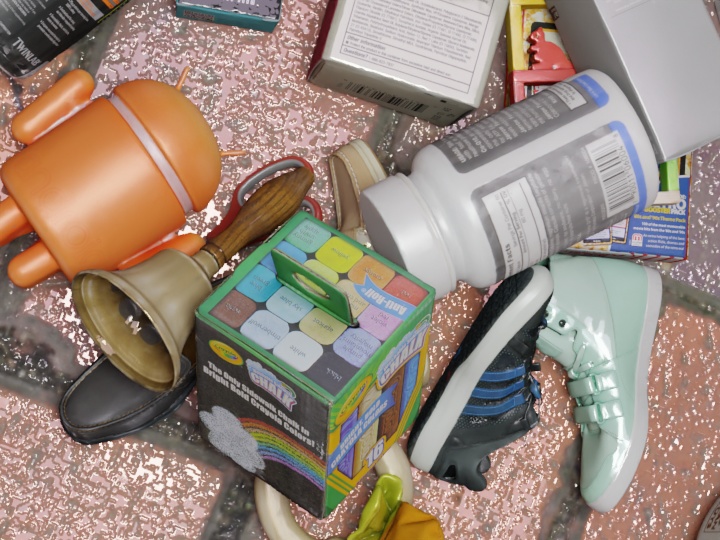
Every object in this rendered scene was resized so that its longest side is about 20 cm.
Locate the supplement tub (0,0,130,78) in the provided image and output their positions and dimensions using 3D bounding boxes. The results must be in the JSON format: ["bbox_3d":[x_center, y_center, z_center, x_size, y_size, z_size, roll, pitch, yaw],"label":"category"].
[{"bbox_3d":[-0.211,-0.245,1.241,0.200,0.123,0.123,-37,93,2],"label":"supplement tub"}]

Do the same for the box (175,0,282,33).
[{"bbox_3d":[-0.091,-0.294,1.315,0.082,0.049,0.201,9,86,-7],"label":"box"}]

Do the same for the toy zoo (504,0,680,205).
[{"bbox_3d":[0.181,-0.149,1.317,0.130,0.020,0.201,-3,87,-8],"label":"toy zoo"}]

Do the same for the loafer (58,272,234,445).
[{"bbox_3d":[-0.145,0.057,1.267,0.200,0.072,0.073,-36,71,-7],"label":"loafer"}]

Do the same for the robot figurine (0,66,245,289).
[{"bbox_3d":[-0.187,-0.063,1.256,0.200,0.117,0.144,-36,54,-9],"label":"robot figurine"}]

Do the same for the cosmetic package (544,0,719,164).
[{"bbox_3d":[0.206,-0.179,1.259,0.090,0.107,0.201,-22,88,-10],"label":"cosmetic package"}]

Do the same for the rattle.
[{"bbox_3d":[-0.035,0.145,1.260,0.130,0.143,0.201,-29,97,5],"label":"rattle"}]

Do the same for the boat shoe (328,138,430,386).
[{"bbox_3d":[0.000,0.000,1.302,0.069,0.074,0.201,-14,90,-15],"label":"boat shoe"}]

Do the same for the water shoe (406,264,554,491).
[{"bbox_3d":[0.110,0.082,1.285,0.079,0.072,0.200,28,121,-5],"label":"water shoe"}]

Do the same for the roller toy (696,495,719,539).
[{"bbox_3d":[0.358,0.238,1.312,0.181,0.140,0.201,-10,86,-20],"label":"roller toy"}]

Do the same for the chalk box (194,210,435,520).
[{"bbox_3d":[-0.032,0.053,1.180,0.125,0.201,0.124,32,55,19],"label":"chalk box"}]

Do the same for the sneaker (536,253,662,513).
[{"bbox_3d":[0.164,0.084,1.321,0.118,0.074,0.202,13,75,-15],"label":"sneaker"}]

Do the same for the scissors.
[{"bbox_3d":[-0.118,-0.020,1.314,0.199,0.014,0.073,-29,66,4],"label":"scissors"}]

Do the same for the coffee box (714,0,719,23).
[{"bbox_3d":[0.336,-0.239,1.347,0.079,0.113,0.201,-14,89,-9],"label":"coffee box"}]

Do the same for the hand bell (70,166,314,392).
[{"bbox_3d":[-0.103,-0.013,1.224,0.104,0.104,0.200,50,59,-3],"label":"hand bell"}]

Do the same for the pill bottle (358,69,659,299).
[{"bbox_3d":[0.107,-0.057,1.234,0.199,0.114,0.114,-25,91,-8],"label":"pill bottle"}]

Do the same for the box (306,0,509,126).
[{"bbox_3d":[0.048,-0.229,1.303,0.127,0.109,0.201,17,84,-7],"label":"box"}]

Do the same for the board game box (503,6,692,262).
[{"bbox_3d":[0.191,-0.112,1.351,0.151,0.046,0.201,5,86,-8],"label":"board game box"}]
